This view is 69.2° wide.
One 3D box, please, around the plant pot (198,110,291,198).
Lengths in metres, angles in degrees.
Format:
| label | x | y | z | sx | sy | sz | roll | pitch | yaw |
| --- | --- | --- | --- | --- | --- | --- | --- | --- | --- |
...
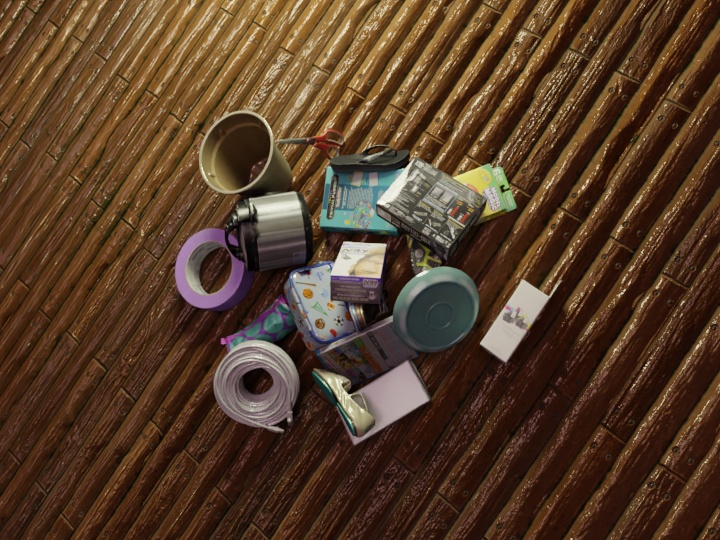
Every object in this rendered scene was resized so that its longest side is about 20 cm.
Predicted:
| label | x | y | z | sx | sy | sz | roll | pitch | yaw |
| --- | --- | --- | --- | --- | --- | --- | --- | --- | --- |
| plant pot | -0.263 | -0.255 | 1.290 | 0.195 | 0.183 | 0.206 | -4 | 77 | 17 |

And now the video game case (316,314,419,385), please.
| label | x | y | z | sx | sy | sz | roll | pitch | yaw |
| --- | --- | --- | --- | --- | --- | --- | --- | --- | --- |
| video game case | 0.018 | 0.185 | 1.165 | 0.197 | 0.144 | 0.018 | -25 | 40 | 9 |

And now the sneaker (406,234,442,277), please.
| label | x | y | z | sx | sy | sz | roll | pitch | yaw |
| --- | --- | --- | --- | --- | --- | --- | --- | --- | --- |
| sneaker | 0.144 | -0.054 | 1.187 | 0.073 | 0.077 | 0.205 | -5 | 66 | 4 |

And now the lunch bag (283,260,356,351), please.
| label | x | y | z | sx | sy | sz | roll | pitch | yaw |
| --- | --- | --- | --- | --- | --- | --- | --- | --- | --- |
| lunch bag | -0.081 | 0.075 | 1.205 | 0.157 | 0.076 | 0.203 | -12 | 68 | -31 |

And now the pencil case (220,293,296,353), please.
| label | x | y | z | sx | sy | sz | roll | pitch | yaw |
| --- | --- | --- | --- | --- | --- | --- | --- | --- | --- |
| pencil case | -0.233 | 0.141 | 1.258 | 0.199 | 0.093 | 0.086 | -38 | 34 | 7 |

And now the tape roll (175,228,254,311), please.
| label | x | y | z | sx | sy | sz | roll | pitch | yaw |
| --- | --- | --- | --- | --- | --- | --- | --- | --- | --- |
| tape roll | -0.373 | -0.001 | 1.338 | 0.195 | 0.066 | 0.206 | -3 | 79 | 15 |

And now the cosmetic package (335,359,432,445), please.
| label | x | y | z | sx | sy | sz | roll | pitch | yaw |
| --- | --- | --- | --- | --- | --- | --- | --- | --- | --- |
| cosmetic package | 0.052 | 0.294 | 1.165 | 0.197 | 0.074 | 0.103 | -31 | 73 | 6 |

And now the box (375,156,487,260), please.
| label | x | y | z | sx | sy | sz | roll | pitch | yaw |
| --- | --- | --- | --- | --- | --- | --- | --- | --- | --- |
| box | 0.155 | -0.141 | 1.155 | 0.198 | 0.050 | 0.158 | 34 | 71 | 19 |

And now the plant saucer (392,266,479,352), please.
| label | x | y | z | sx | sy | sz | roll | pitch | yaw |
| --- | --- | --- | --- | --- | --- | --- | --- | --- | --- |
| plant saucer | 0.165 | 0.091 | 1.103 | 0.195 | 0.028 | 0.205 | -6 | 115 | -13 |

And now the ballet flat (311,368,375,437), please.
| label | x | y | z | sx | sy | sz | roll | pitch | yaw |
| --- | --- | --- | --- | --- | --- | --- | --- | --- | --- |
| ballet flat | -0.034 | 0.274 | 1.128 | 0.070 | 0.069 | 0.200 | -46 | 50 | 3 |

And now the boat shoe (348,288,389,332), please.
| label | x | y | z | sx | sy | sz | roll | pitch | yaw |
| --- | --- | --- | --- | --- | --- | --- | --- | --- | --- |
| boat shoe | 0.024 | 0.072 | 1.148 | 0.071 | 0.200 | 0.074 | -16 | 103 | 13 |

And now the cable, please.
| label | x | y | z | sx | sy | sz | roll | pitch | yaw |
| --- | --- | --- | --- | --- | --- | --- | --- | --- | --- |
| cable | -0.237 | 0.261 | 1.209 | 0.195 | 0.069 | 0.205 | 12 | 101 | -4 |

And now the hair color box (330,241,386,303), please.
| label | x | y | z | sx | sy | sz | roll | pitch | yaw |
| --- | --- | --- | --- | --- | --- | --- | --- | --- | --- |
| hair color box | 0.000 | 0.000 | 1.159 | 0.106 | 0.201 | 0.066 | 3 | 115 | 5 |

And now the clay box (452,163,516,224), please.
| label | x | y | z | sx | sy | sz | roll | pitch | yaw |
| --- | --- | --- | --- | --- | --- | --- | --- | --- | --- |
| clay box | 0.249 | -0.163 | 1.207 | 0.196 | 0.048 | 0.117 | -21 | 75 | 11 |

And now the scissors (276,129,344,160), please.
| label | x | y | z | sx | sy | sz | roll | pitch | yaw |
| --- | --- | --- | --- | --- | --- | --- | --- | --- | --- |
| scissors | -0.118 | -0.322 | 1.276 | 0.014 | 0.197 | 0.075 | 18 | 97 | 48 |

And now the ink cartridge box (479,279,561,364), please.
| label | x | y | z | sx | sy | sz | roll | pitch | yaw |
| --- | --- | --- | --- | --- | --- | --- | --- | --- | --- |
| ink cartridge box | 0.335 | 0.095 | 1.101 | 0.067 | 0.115 | 0.202 | 35 | 89 | 18 |

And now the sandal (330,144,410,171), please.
| label | x | y | z | sx | sy | sz | roll | pitch | yaw |
| --- | --- | --- | --- | --- | --- | --- | --- | --- | --- |
| sandal | 0.024 | -0.272 | 1.258 | 0.195 | 0.077 | 0.044 | -6 | 123 | 0 |

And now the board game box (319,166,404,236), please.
| label | x | y | z | sx | sy | sz | roll | pitch | yaw |
| --- | --- | --- | --- | --- | --- | --- | --- | --- | --- |
| board game box | 0.007 | -0.170 | 1.275 | 0.195 | 0.047 | 0.155 | 5 | 80 | 16 |

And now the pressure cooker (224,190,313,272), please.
| label | x | y | z | sx | sy | sz | roll | pitch | yaw |
| --- | --- | --- | --- | --- | --- | --- | --- | --- | --- |
| pressure cooker | -0.219 | -0.089 | 1.224 | 0.195 | 0.179 | 0.180 | -11 | 109 | -14 |
